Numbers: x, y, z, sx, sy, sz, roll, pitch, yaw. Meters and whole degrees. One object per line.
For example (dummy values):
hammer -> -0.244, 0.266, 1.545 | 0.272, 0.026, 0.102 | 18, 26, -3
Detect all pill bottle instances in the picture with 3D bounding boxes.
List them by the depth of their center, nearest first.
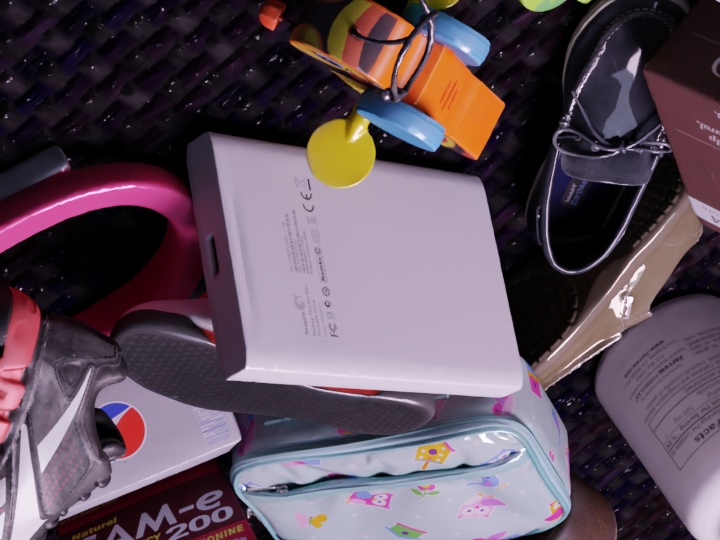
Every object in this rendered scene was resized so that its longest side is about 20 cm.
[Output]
pill bottle -> 0.252, 0.121, 1.339 | 0.114, 0.200, 0.114 | -19, 141, -16

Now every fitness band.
fitness band -> -0.174, 0.010, 1.060 | 0.200, 0.037, 0.144 | -29, 142, -2

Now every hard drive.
hard drive -> 0.000, 0.000, 1.090 | 0.200, 0.132, 0.026 | 7, 155, -42

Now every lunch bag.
lunch bag -> 0.020, 0.115, 1.223 | 0.200, 0.077, 0.160 | -11, 148, 15

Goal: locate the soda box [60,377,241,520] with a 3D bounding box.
soda box -> -0.172, 0.107, 1.127 | 0.200, 0.064, 0.068 | -22, 174, -14

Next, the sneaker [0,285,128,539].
sneaker -> -0.175, 0.109, 1.034 | 0.098, 0.071, 0.201 | 13, 106, -20

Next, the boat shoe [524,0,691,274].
boat shoe -> 0.144, -0.078, 1.149 | 0.075, 0.062, 0.200 | 10, 131, -9

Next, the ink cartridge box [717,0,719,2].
ink cartridge box -> 0.168, -0.228, 0.946 | 0.200, 0.147, 0.146 | 16, 122, -43

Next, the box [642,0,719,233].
box -> 0.292, -0.107, 1.101 | 0.200, 0.166, 0.164 | -50, 145, -14

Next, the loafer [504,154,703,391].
loafer -> 0.144, 0.017, 1.254 | 0.200, 0.076, 0.067 | -45, 134, 16

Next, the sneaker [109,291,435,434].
sneaker -> -0.049, 0.021, 1.110 | 0.201, 0.108, 0.067 | 15, 146, -30

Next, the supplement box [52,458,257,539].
supplement box -> -0.104, 0.196, 1.177 | 0.109, 0.200, 0.061 | -22, 140, -13

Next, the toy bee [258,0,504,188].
toy bee -> 0.010, -0.118, 1.014 | 0.131, 0.109, 0.200 | -55, 162, -21

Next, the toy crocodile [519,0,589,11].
toy crocodile -> 0.064, -0.183, 0.986 | 0.200, 0.068, 0.062 | 22, 117, -46

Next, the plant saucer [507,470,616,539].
plant saucer -> 0.065, 0.177, 1.298 | 0.200, 0.200, 0.035 | -25, 115, -9
